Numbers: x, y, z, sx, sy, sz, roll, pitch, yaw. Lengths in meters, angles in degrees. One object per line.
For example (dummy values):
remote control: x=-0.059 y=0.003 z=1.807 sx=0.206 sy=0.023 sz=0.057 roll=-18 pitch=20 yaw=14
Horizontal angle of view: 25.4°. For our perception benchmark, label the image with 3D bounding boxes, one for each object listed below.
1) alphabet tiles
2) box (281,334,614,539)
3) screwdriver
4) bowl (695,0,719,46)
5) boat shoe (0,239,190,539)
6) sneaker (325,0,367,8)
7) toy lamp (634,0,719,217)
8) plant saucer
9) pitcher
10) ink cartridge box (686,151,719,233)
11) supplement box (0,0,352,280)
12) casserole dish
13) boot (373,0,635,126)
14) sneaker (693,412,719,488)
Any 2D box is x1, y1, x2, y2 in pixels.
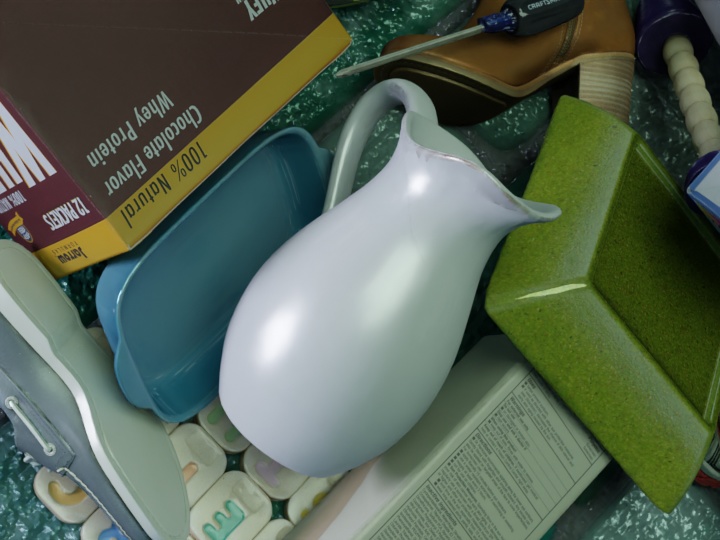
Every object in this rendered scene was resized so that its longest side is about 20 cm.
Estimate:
alphabet tiles: x=-0.090 y=0.101 z=0.960 sx=0.200 sy=0.015 sz=0.196 roll=47 pitch=66 yaw=-4
box: x=0.056 y=0.135 z=0.960 sx=0.200 sy=0.078 sz=0.095 roll=-42 pitch=106 yaw=-24
screwdriver: x=0.063 y=-0.150 z=0.986 sx=0.199 sy=0.028 sz=0.029 roll=-17 pitch=108 yaw=-34
bowl: x=0.315 y=-0.191 z=1.091 sx=0.199 sy=0.075 sz=0.201 roll=-32 pitch=92 yaw=-23
boat shoe: x=-0.169 y=0.080 z=0.909 sx=0.062 sy=0.073 sz=0.201 roll=-32 pitch=94 yaw=20
sneaker: x=0.031 y=-0.227 z=1.063 sx=0.199 sy=0.076 sz=0.076 roll=-28 pitch=88 yaw=-5
toy lamp: x=0.221 y=-0.120 z=1.067 sx=0.058 sy=0.058 sz=0.201 roll=13 pitch=43 yaw=-16
plant saucer: x=0.177 y=0.013 z=0.996 sx=0.200 sy=0.048 sz=0.200 roll=48 pitch=44 yaw=-24
pitcher: x=0.000 y=0.000 z=0.907 sx=0.121 sy=0.172 sz=0.201 roll=26 pitch=107 yaw=-35
ink cartridge box: x=0.297 y=-0.043 z=0.984 sx=0.137 sy=0.200 sz=0.076 roll=-48 pitch=55 yaw=4
supplement box: x=-0.152 y=-0.138 z=0.908 sx=0.197 sy=0.132 sz=0.200 roll=-46 pitch=106 yaw=-28
casserole dish: x=-0.084 y=-0.002 z=0.936 sx=0.200 sy=0.039 sz=0.122 roll=-46 pitch=138 yaw=-30
boot: x=0.096 y=-0.176 z=1.071 sx=0.199 sy=0.074 sz=0.156 roll=8 pitch=74 yaw=-29
sneaker: x=0.288 y=0.059 z=1.070 sx=0.078 sy=0.082 sz=0.201 roll=36 pitch=67 yaw=-7
